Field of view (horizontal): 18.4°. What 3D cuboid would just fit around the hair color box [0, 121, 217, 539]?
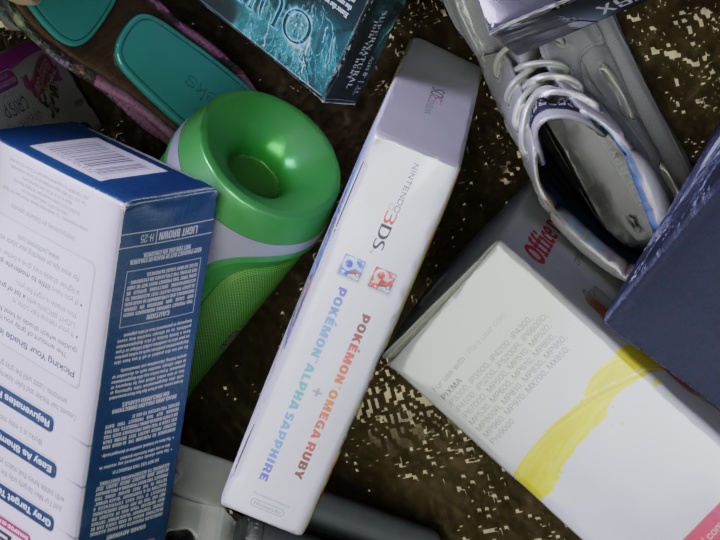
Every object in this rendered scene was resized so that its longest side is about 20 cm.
[{"bbox_3d":[-0.131,0.044,1.008,0.100,0.060,0.201,26,114,37],"label":"hair color box"}]

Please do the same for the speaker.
[{"bbox_3d":[-0.087,0.002,1.068,0.088,0.089,0.200,40,133,0],"label":"speaker"}]

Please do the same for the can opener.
[{"bbox_3d":[-0.053,0.128,1.113,0.199,0.053,0.066,18,147,-18],"label":"can opener"}]

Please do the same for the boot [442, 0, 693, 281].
[{"bbox_3d":[0.094,-0.087,1.032,0.073,0.096,0.200,-34,95,18],"label":"boot"}]

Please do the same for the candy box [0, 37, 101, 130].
[{"bbox_3d":[-0.241,-0.036,1.098,0.199,0.136,0.061,-28,97,17],"label":"candy box"}]

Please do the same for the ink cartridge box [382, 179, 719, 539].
[{"bbox_3d":[0.120,0.061,1.039,0.200,0.145,0.083,41,108,-1],"label":"ink cartridge box"}]

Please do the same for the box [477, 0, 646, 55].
[{"bbox_3d":[0.103,-0.219,0.983,0.157,0.050,0.201,-21,76,17],"label":"box"}]

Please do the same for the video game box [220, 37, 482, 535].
[{"bbox_3d":[0.000,0.000,1.022,0.047,0.200,0.183,20,109,-1],"label":"video game box"}]

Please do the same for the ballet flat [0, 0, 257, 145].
[{"bbox_3d":[-0.128,-0.119,1.061,0.200,0.071,0.069,43,66,-28],"label":"ballet flat"}]

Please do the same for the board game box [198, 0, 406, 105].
[{"bbox_3d":[-0.046,-0.185,1.023,0.200,0.028,0.136,41,115,30],"label":"board game box"}]

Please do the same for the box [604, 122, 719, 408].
[{"bbox_3d":[0.224,-0.057,0.924,0.117,0.200,0.197,36,134,1],"label":"box"}]

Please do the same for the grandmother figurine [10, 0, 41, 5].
[{"bbox_3d":[-0.237,-0.117,0.932,0.199,0.061,0.122,-21,91,14],"label":"grandmother figurine"}]
